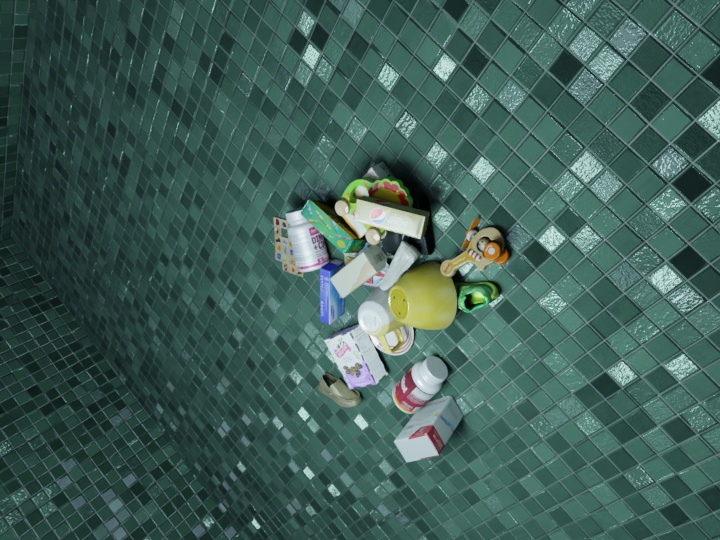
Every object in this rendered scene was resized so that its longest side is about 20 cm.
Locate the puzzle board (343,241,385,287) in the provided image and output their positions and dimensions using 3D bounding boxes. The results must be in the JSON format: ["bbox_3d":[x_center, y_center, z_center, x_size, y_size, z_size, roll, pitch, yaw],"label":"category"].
[{"bbox_3d":[0.025,-0.020,1.783,0.197,0.017,0.154,11,117,33],"label":"puzzle board"}]

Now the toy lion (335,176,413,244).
[{"bbox_3d":[0.048,-0.191,1.565,0.199,0.069,0.193,41,123,8],"label":"toy lion"}]

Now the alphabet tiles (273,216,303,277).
[{"bbox_3d":[-0.246,-0.080,1.971,0.165,0.008,0.204,18,120,30],"label":"alphabet tiles"}]

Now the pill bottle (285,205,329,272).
[{"bbox_3d":[-0.180,-0.108,1.836,0.112,0.113,0.204,-4,108,38],"label":"pill bottle"}]

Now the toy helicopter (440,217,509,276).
[{"bbox_3d":[0.301,-0.052,1.509,0.198,0.078,0.134,-32,65,28],"label":"toy helicopter"}]

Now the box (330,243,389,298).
[{"bbox_3d":[0.000,0.000,1.730,0.078,0.094,0.199,55,138,3],"label":"box"}]

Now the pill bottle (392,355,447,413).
[{"bbox_3d":[0.194,0.365,1.767,0.113,0.112,0.201,45,129,11],"label":"pill bottle"}]

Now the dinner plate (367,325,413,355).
[{"bbox_3d":[0.094,0.185,1.820,0.197,0.024,0.204,17,121,31],"label":"dinner plate"}]

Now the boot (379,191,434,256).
[{"bbox_3d":[0.129,-0.130,1.617,0.160,0.073,0.202,4,117,35],"label":"boot"}]

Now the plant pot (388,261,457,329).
[{"bbox_3d":[0.164,0.084,1.595,0.199,0.140,0.205,21,115,54],"label":"plant pot"}]

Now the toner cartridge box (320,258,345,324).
[{"bbox_3d":[-0.094,0.072,1.865,0.043,0.095,0.204,18,121,29],"label":"toner cartridge box"}]

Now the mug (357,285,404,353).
[{"bbox_3d":[0.080,0.144,1.696,0.187,0.152,0.150,45,126,12],"label":"mug"}]

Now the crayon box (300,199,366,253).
[{"bbox_3d":[-0.082,-0.139,1.732,0.200,0.118,0.059,43,108,16],"label":"crayon box"}]

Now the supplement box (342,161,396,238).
[{"bbox_3d":[0.032,-0.210,1.650,0.127,0.073,0.200,52,131,2],"label":"supplement box"}]

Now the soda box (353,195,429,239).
[{"bbox_3d":[0.085,-0.147,1.496,0.196,0.068,0.065,16,111,14],"label":"soda box"}]

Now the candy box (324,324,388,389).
[{"bbox_3d":[-0.018,0.301,1.913,0.167,0.071,0.203,-24,94,51],"label":"candy box"}]

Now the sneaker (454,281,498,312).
[{"bbox_3d":[0.296,0.077,1.574,0.198,0.083,0.075,-14,102,41],"label":"sneaker"}]

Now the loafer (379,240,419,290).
[{"bbox_3d":[0.104,-0.013,1.628,0.070,0.070,0.201,43,134,7],"label":"loafer"}]

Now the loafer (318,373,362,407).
[{"bbox_3d":[-0.082,0.445,2.039,0.197,0.076,0.069,16,126,31],"label":"loafer"}]

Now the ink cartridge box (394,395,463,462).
[{"bbox_3d":[0.222,0.505,1.753,0.145,0.199,0.084,-30,94,42],"label":"ink cartridge box"}]
